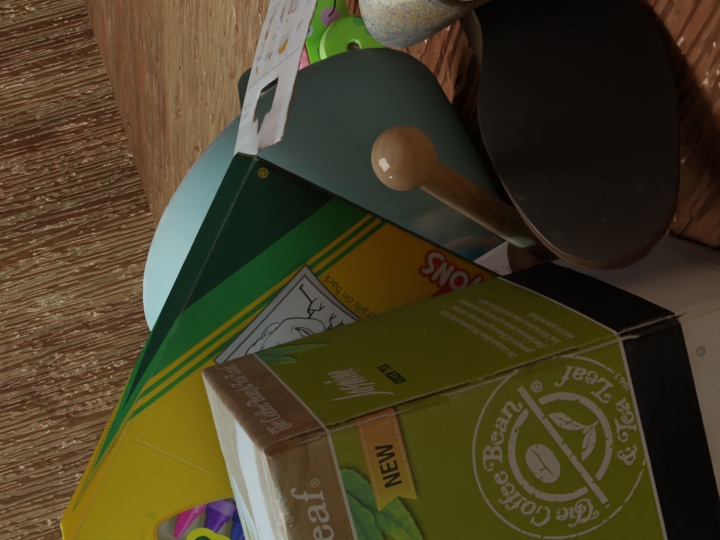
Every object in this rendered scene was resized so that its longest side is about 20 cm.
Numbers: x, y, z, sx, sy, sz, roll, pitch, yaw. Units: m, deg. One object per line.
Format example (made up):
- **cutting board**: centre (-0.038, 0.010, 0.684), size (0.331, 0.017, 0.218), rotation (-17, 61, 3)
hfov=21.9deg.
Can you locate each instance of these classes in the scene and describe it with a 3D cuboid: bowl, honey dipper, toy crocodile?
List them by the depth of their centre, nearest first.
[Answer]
- **honey dipper**: centre (0.052, -0.022, 0.713), size (0.200, 0.038, 0.038), rotation (26, -141, -60)
- **bowl**: centre (0.000, 0.000, 0.941), size (0.105, 0.200, 0.201), rotation (44, 154, 31)
- **toy crocodile**: centre (-0.009, -0.090, 1.122), size (0.067, 0.061, 0.201), rotation (172, 82, -79)

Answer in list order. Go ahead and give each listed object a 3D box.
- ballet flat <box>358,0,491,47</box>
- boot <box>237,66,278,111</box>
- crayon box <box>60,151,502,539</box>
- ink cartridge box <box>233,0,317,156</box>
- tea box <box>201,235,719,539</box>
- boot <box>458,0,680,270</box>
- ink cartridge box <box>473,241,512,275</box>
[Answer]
- **ballet flat**: centre (0.049, -0.145, 0.629), size (0.067, 0.068, 0.201), rotation (50, 140, 34)
- **boot**: centre (-0.042, -0.039, 1.231), size (0.200, 0.077, 0.139), rotation (65, -166, -74)
- **crayon box**: centre (0.004, 0.073, 0.758), size (0.173, 0.199, 0.058), rotation (-65, 13, -1)
- **ink cartridge box**: centre (0.001, -0.139, 0.783), size (0.162, 0.050, 0.201), rotation (176, 108, -79)
- **tea box**: centre (0.066, 0.112, 0.675), size (0.134, 0.196, 0.201), rotation (-147, 41, -75)
- **boot**: centre (0.079, -0.069, 0.718), size (0.076, 0.073, 0.201), rotation (67, -174, -50)
- **ink cartridge box**: centre (0.051, 0.061, 0.930), size (0.037, 0.094, 0.200), rotation (53, 163, 23)
